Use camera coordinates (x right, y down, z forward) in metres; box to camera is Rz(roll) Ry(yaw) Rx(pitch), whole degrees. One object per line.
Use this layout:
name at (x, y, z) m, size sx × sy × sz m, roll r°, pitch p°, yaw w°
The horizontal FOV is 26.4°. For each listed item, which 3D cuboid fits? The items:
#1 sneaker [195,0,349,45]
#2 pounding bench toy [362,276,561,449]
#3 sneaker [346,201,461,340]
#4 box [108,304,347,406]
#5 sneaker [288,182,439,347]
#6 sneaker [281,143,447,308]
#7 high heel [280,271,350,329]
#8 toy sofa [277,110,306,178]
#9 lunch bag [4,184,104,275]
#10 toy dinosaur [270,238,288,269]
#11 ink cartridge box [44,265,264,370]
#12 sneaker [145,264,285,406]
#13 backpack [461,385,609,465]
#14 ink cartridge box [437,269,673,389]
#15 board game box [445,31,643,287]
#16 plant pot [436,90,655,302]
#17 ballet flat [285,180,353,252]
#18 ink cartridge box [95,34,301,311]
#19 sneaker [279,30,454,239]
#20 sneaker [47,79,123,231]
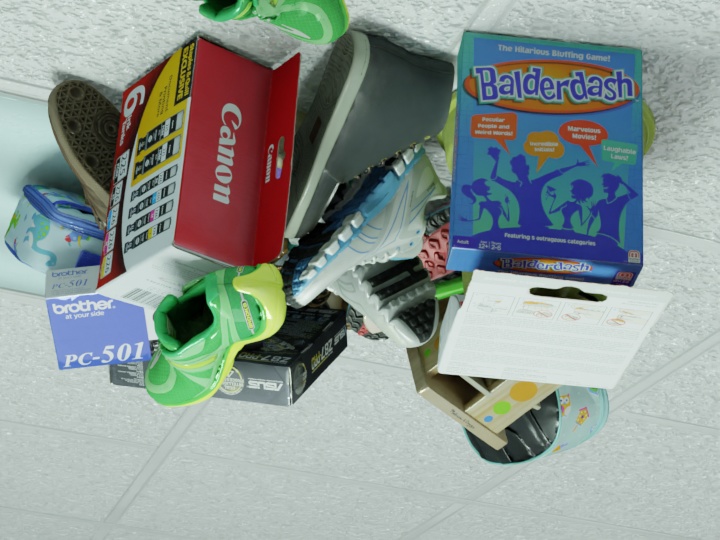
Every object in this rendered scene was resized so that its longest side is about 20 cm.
sneaker at (-0.090, -0.214, 1.152) m, size 0.074 × 0.084 × 0.200 m, roll -17°, pitch 148°, yaw 39°
pounding bench toy at (0.117, 0.044, 1.474) m, size 0.156 × 0.124 × 0.200 m, roll -39°, pitch 125°, yaw 21°
sneaker at (0.056, -0.022, 1.560) m, size 0.079 × 0.096 × 0.200 m, roll 38°, pitch 117°, yaw -25°
box at (-0.132, 0.077, 1.559) m, size 0.199 × 0.049 × 0.161 m, roll 5°, pitch -162°, yaw 18°
sneaker at (0.000, 0.000, 1.426) m, size 0.075 × 0.200 × 0.081 m, roll -18°, pitch 148°, yaw -36°
sneaker at (0.012, -0.030, 1.357) m, size 0.087 × 0.200 × 0.075 m, roll 51°, pitch 155°, yaw -21°
high heel at (-0.014, 0.023, 1.657) m, size 0.142 × 0.072 × 0.200 m, roll 20°, pitch 168°, yaw -17°
toy sofa at (-0.125, -0.078, 1.438) m, size 0.083 × 0.098 × 0.200 m, roll 21°, pitch 150°, yaw -31°
lunch bag at (-0.248, -0.016, 1.544) m, size 0.200 × 0.083 × 0.161 m, roll 21°, pitch -174°, yaw -26°
toy dinosaur at (-0.097, -0.036, 1.546) m, size 0.060 × 0.106 × 0.200 m, roll 17°, pitch 147°, yaw -38°
ink cartridge box at (-0.194, 0.038, 1.466) m, size 0.199 × 0.044 × 0.094 m, roll -6°, pitch 130°, yaw -5°
sneaker at (-0.134, 0.047, 1.241) m, size 0.083 × 0.074 × 0.200 m, roll 8°, pitch 147°, yaw -29°
backpack at (0.181, 0.106, 1.662) m, size 0.153 × 0.201 × 0.176 m, roll -2°, pitch 165°, yaw -42°
ink cartridge box at (0.155, 0.035, 1.261) m, size 0.160 × 0.050 × 0.200 m, roll 6°, pitch 151°, yaw -3°
board game box at (0.150, -0.092, 1.237) m, size 0.152 × 0.201 × 0.045 m, roll 5°, pitch 155°, yaw -2°
plant pot at (0.160, -0.046, 1.352) m, size 0.200 × 0.185 × 0.200 m, roll 4°, pitch 156°, yaw 2°
ballet flat at (0.000, -0.064, 1.504) m, size 0.070 × 0.068 × 0.200 m, roll -8°, pitch 167°, yaw -37°
ink cartridge box at (-0.137, -0.085, 1.300) m, size 0.084 × 0.201 × 0.175 m, roll 20°, pitch 151°, yaw -33°
sneaker at (0.004, -0.102, 1.314) m, size 0.106 × 0.075 × 0.200 m, roll 12°, pitch 124°, yaw -23°
sneaker at (-0.230, -0.074, 1.390) m, size 0.075 × 0.070 × 0.200 m, roll -27°, pitch 96°, yaw 49°
